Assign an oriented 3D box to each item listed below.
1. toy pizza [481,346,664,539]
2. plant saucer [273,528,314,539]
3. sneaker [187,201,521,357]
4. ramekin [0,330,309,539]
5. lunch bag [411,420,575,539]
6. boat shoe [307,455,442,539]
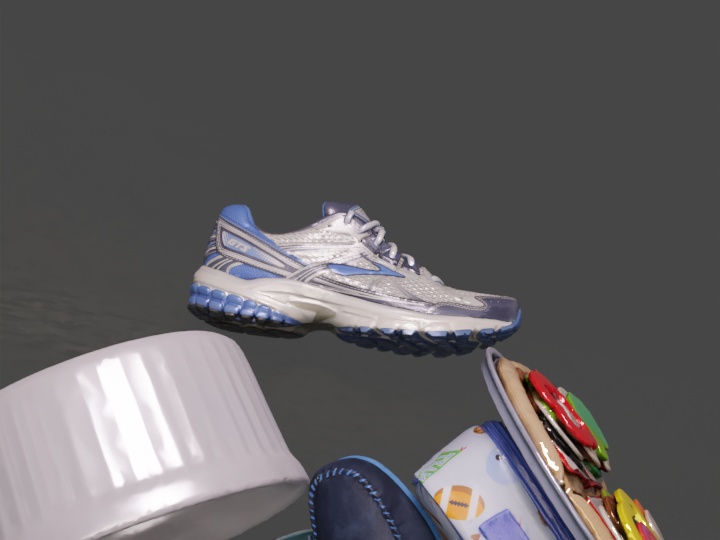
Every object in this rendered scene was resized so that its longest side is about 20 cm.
[{"bbox_3d":[0.132,0.122,1.044,0.032,0.200,0.201,-34,85,7],"label":"toy pizza"},{"bbox_3d":[-0.004,0.245,1.089,0.199,0.027,0.202,1,94,18],"label":"plant saucer"},{"bbox_3d":[0.000,0.000,1.121,0.199,0.077,0.086,8,79,0],"label":"sneaker"},{"bbox_3d":[-0.137,0.111,1.048,0.199,0.201,0.098,-21,77,-3],"label":"ramekin"},{"bbox_3d":[0.106,0.180,1.057,0.075,0.160,0.201,-34,84,-4],"label":"lunch bag"},{"bbox_3d":[0.020,0.199,1.022,0.084,0.069,0.201,-28,84,31],"label":"boat shoe"}]
